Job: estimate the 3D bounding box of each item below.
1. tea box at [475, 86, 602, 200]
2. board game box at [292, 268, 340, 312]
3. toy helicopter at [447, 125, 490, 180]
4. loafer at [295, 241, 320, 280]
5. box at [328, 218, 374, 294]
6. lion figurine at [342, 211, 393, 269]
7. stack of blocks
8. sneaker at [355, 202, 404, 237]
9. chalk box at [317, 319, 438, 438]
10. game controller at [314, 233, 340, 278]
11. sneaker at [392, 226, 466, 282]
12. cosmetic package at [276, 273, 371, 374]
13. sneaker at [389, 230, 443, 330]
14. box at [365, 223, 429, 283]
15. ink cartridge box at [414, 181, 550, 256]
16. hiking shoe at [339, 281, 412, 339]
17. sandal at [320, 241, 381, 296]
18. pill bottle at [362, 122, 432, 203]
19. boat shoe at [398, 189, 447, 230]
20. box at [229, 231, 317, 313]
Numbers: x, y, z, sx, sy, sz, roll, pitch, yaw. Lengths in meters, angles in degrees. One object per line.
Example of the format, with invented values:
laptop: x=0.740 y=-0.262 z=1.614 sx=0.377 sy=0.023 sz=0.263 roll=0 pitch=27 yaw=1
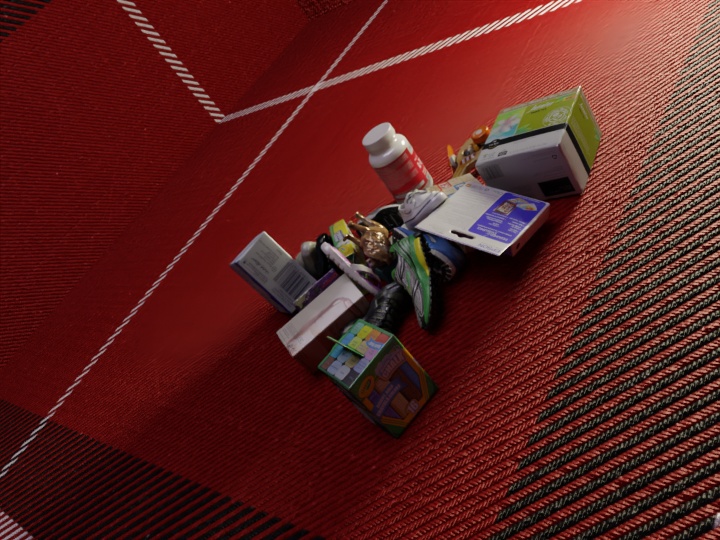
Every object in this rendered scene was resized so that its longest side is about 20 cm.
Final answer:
tea box: x=0.383 y=-0.260 z=1.444 sx=0.198 sy=0.134 sz=0.198 roll=-8 pitch=42 yaw=42
board game box: x=-0.093 y=0.054 z=1.554 sx=0.120 sy=0.032 sz=0.200 roll=-45 pitch=-6 yaw=-3
toy helicopter: x=0.250 y=-0.257 z=1.652 sx=0.131 sy=0.079 sz=0.201 roll=0 pitch=52 yaw=49
loafer: x=-0.128 y=-0.021 z=1.656 sx=0.069 sy=0.200 sz=0.071 roll=4 pitch=71 yaw=6
box: x=-0.019 y=-0.025 z=1.596 sx=0.048 sy=0.118 sz=0.201 roll=-29 pitch=31 yaw=4
lion figurine: x=0.030 y=-0.078 z=1.544 sx=0.200 sy=0.121 sz=0.073 roll=-64 pitch=-5 yaw=-62
stack of blocks: x=0.233 y=-0.128 z=1.466 sx=0.114 sy=0.059 sz=0.201 roll=-19 pitch=38 yaw=-9
sneaker: x=0.068 y=-0.135 z=1.679 sx=0.199 sy=0.074 sz=0.079 roll=-15 pitch=28 yaw=50
chalk box: x=0.019 y=0.177 z=1.202 sx=0.124 sy=0.200 sz=0.124 roll=-47 pitch=31 yaw=-14
game controller: x=-0.076 y=-0.031 z=1.613 sx=0.042 sy=0.106 sz=0.200 roll=5 pitch=-2 yaw=6
sneaker: x=0.147 y=-0.044 z=1.468 sx=0.089 sy=0.079 sz=0.199 roll=-27 pitch=44 yaw=-34
cosmetic package: x=-0.069 y=0.117 z=1.465 sx=0.200 sy=0.103 sz=0.087 roll=-42 pitch=50 yaw=-1
sneaker: x=0.113 y=0.027 z=1.364 sx=0.084 sy=0.078 sz=0.202 roll=-19 pitch=67 yaw=20
box: x=0.111 y=-0.062 z=1.568 sx=0.200 sy=0.049 sz=0.082 roll=-44 pitch=31 yaw=-8
ink cartridge box: x=0.241 y=-0.095 z=1.336 sx=0.197 sy=0.044 sz=0.200 roll=22 pitch=47 yaw=35
hiking shoe: x=0.052 y=0.109 z=1.402 sx=0.200 sy=0.076 sz=0.101 roll=-45 pitch=41 yaw=4
sandal: x=0.001 y=0.001 z=1.455 sx=0.050 sy=0.202 sz=0.082 roll=-50 pitch=10 yaw=1
pill bottle: x=0.092 y=-0.271 z=1.718 sx=0.111 sy=0.200 sz=0.113 roll=-27 pitch=32 yaw=19
boat shoe: x=0.122 y=-0.139 z=1.458 sx=0.073 sy=0.067 sz=0.200 roll=-41 pitch=0 yaw=-20
box: x=-0.216 y=0.009 z=1.655 sx=0.105 sy=0.184 sz=0.200 roll=-48 pitch=10 yaw=-11
